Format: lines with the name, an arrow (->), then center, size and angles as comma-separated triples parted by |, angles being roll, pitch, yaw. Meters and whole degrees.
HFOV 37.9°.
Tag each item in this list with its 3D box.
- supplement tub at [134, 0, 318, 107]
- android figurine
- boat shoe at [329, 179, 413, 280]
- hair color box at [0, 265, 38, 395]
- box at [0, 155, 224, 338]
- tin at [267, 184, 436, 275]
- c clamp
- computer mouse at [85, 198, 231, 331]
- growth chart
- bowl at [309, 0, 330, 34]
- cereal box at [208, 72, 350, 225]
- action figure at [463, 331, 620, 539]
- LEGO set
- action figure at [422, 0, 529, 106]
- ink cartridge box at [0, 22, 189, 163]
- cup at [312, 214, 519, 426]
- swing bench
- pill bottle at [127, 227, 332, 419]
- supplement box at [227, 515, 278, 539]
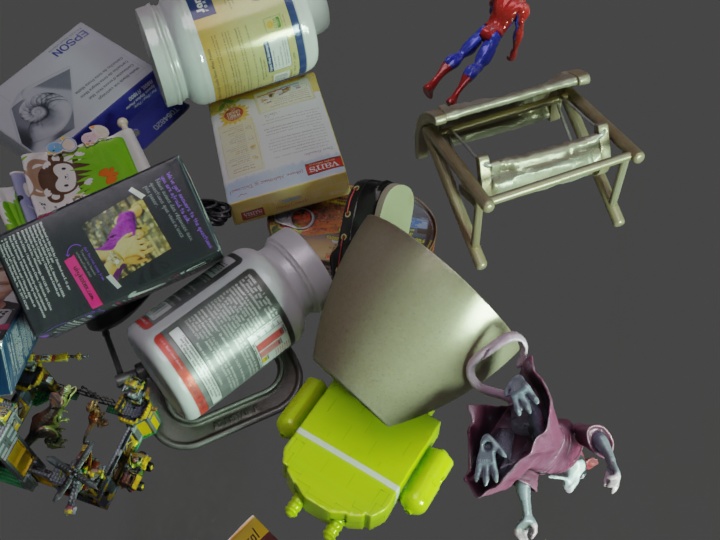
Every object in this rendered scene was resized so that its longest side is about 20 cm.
supplement tub -> -0.164, -0.290, 1.290 | 0.197, 0.145, 0.146 | -20, 58, -10
android figurine -> 0.000, 0.180, 1.066 | 0.180, 0.041, 0.201 | 26, 57, 15
boat shoe -> 0.002, 0.001, 1.143 | 0.063, 0.073, 0.204 | 14, 90, 40
hair color box -> -0.389, 0.058, 1.081 | 0.098, 0.061, 0.200 | -4, 22, -3
box -> -0.248, -0.021, 1.057 | 0.198, 0.122, 0.107 | -24, 89, -7
tin -> -0.010, -0.044, 1.220 | 0.197, 0.042, 0.113 | 8, 53, 6
c clamp -> -0.167, 0.103, 1.128 | 0.197, 0.027, 0.172 | -16, 57, -10
computer mouse -> -0.245, -0.021, 1.169 | 0.138, 0.053, 0.201 | 12, 56, 51
growth chart -> -0.336, -0.101, 1.232 | 0.198, 0.018, 0.145 | -28, 67, -24
bowl -> -0.155, -0.388, 1.430 | 0.197, 0.075, 0.201 | -22, 57, -14
cereal box -> -0.101, -0.149, 1.260 | 0.142, 0.040, 0.202 | -15, 47, -1
action figure -> 0.165, 0.165, 1.003 | 0.133, 0.199, 0.150 | -33, 61, 22
LEGO set -> -0.304, 0.146, 1.036 | 0.198, 0.116, 0.155 | 21, 61, 20
action figure -> 0.165, -0.289, 1.374 | 0.065, 0.099, 0.201 | 35, 85, 19
ink cartridge box -> -0.353, -0.207, 1.328 | 0.199, 0.041, 0.200 | 32, 62, 20
cup -> 0.035, 0.065, 1.031 | 0.200, 0.201, 0.144 | 39, 82, 23
swing bench -> 0.189, -0.137, 1.225 | 0.196, 0.130, 0.202 | -18, 57, -11
pill bottle -> -0.129, 0.050, 1.079 | 0.199, 0.116, 0.116 | -36, 63, -17
supplement box -> -0.088, 0.365, 0.889 | 0.199, 0.134, 0.197 | 38, 64, 22
